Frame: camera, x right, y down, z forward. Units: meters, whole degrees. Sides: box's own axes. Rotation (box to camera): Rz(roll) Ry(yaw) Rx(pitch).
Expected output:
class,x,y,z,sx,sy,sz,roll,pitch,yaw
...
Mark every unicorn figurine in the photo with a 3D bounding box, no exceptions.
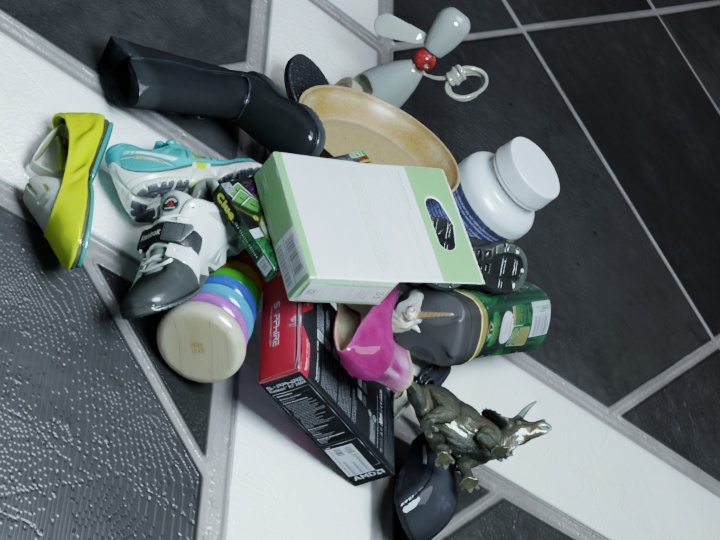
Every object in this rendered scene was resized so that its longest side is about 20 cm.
class,x,y,z,sx,sy,sz,roll,pitch,yaw
unicorn figurine,0.000,0.000,1.662,0.200,0.074,0.137,18,38,-6

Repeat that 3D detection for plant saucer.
class,x,y,z,sx,sy,sz,roll,pitch,yaw
plant saucer,0.015,-0.132,1.690,0.200,0.035,0.200,23,30,-14

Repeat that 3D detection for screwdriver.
class,x,y,z,sx,sy,sz,roll,pitch,yaw
screwdriver,0.057,0.143,1.644,0.029,0.028,0.200,27,29,9

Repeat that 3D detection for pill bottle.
class,x,y,z,sx,sy,sz,roll,pitch,yaw
pill bottle,0.130,-0.067,1.767,0.111,0.200,0.111,31,40,-31

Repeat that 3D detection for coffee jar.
class,x,y,z,sx,sy,sz,roll,pitch,yaw
coffee jar,0.127,0.056,1.741,0.200,0.104,0.086,-5,110,-53

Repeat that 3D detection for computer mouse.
class,x,y,z,sx,sy,sz,roll,pitch,yaw
computer mouse,0.069,0.181,1.554,0.141,0.046,0.200,67,20,-13

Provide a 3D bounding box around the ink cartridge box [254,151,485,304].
class,x,y,z,sx,sy,sz,roll,pitch,yaw
ink cartridge box,0.008,-0.038,1.466,0.200,0.048,0.146,4,54,-34

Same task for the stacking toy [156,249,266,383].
class,x,y,z,sx,sy,sz,roll,pitch,yaw
stacking toy,-0.128,0.022,1.482,0.085,0.085,0.200,45,30,-14

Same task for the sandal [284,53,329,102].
class,x,y,z,sx,sy,sz,roll,pitch,yaw
sandal,-0.051,-0.152,1.769,0.075,0.045,0.200,-23,94,-51

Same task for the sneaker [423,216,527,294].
class,x,y,z,sx,sy,sz,roll,pitch,yaw
sneaker,0.093,-0.011,1.664,0.200,0.079,0.076,17,82,-42

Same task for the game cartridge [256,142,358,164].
class,x,y,z,sx,sy,sz,roll,pitch,yaw
game cartridge,-0.039,-0.078,1.645,0.133,0.042,0.200,8,37,-17

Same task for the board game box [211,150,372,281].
class,x,y,z,sx,sy,sz,roll,pitch,yaw
board game box,-0.042,-0.057,1.498,0.200,0.023,0.105,-18,70,-44

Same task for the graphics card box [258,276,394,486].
class,x,y,z,sx,sy,sz,roll,pitch,yaw
graphics card box,-0.030,0.107,1.497,0.200,0.051,0.126,50,28,-42

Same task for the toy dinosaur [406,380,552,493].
class,x,y,z,sx,sy,sz,roll,pitch,yaw
toy dinosaur,0.092,0.155,1.524,0.200,0.077,0.102,22,20,-13

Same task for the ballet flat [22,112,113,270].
class,x,y,z,sx,sy,sz,roll,pitch,yaw
ballet flat,-0.275,-0.078,1.408,0.067,0.067,0.200,17,42,-14

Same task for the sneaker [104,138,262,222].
class,x,y,z,sx,sy,sz,roll,pitch,yaw
sneaker,-0.173,-0.102,1.540,0.200,0.078,0.080,-3,52,-54

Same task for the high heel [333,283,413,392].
class,x,y,z,sx,sy,sz,roll,pitch,yaw
high heel,-0.010,0.026,1.478,0.096,0.067,0.200,35,33,-45

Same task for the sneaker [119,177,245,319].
class,x,y,z,sx,sy,sz,roll,pitch,yaw
sneaker,-0.177,-0.024,1.425,0.089,0.074,0.200,69,27,-19

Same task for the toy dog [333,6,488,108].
class,x,y,z,sx,sy,sz,roll,pitch,yaw
toy dog,0.046,-0.248,1.863,0.132,0.200,0.096,60,6,-41

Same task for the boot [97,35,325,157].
class,x,y,z,sx,sy,sz,roll,pitch,yaw
boot,-0.154,-0.173,1.580,0.200,0.066,0.165,11,21,-44
